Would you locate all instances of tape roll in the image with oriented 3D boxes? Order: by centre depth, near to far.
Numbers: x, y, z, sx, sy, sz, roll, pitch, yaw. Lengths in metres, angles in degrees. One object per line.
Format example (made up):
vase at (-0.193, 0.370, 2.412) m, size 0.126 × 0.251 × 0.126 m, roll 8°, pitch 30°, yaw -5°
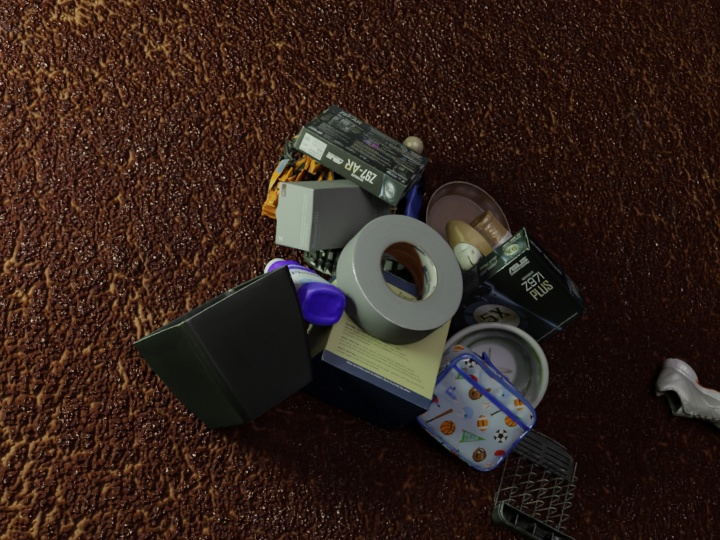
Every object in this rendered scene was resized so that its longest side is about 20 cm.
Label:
tape roll at (0.063, 0.014, 1.592) m, size 0.200 × 0.066 × 0.201 m, roll 13°, pitch 60°, yaw -24°

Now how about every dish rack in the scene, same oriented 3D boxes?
dish rack at (0.311, 0.375, 1.729) m, size 0.153 × 0.055 × 0.200 m, roll 30°, pitch 56°, yaw -14°

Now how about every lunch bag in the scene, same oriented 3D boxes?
lunch bag at (0.187, 0.226, 1.672) m, size 0.200 × 0.076 × 0.160 m, roll 41°, pitch 96°, yaw -15°

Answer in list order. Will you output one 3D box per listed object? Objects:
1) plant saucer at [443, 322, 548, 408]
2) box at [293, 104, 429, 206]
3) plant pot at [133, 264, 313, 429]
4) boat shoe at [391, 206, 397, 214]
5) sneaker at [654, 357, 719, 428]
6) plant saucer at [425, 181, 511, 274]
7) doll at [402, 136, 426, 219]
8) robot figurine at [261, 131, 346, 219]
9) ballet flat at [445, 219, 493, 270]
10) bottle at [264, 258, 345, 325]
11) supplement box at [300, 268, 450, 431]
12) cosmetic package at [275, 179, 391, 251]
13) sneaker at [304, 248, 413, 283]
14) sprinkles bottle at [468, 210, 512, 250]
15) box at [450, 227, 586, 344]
plant saucer at (0.222, 0.173, 1.721) m, size 0.200 × 0.200 × 0.050 m, roll 33°, pitch 19°, yaw -11°
box at (0.005, -0.199, 1.696) m, size 0.200 × 0.044 × 0.160 m, roll 30°, pitch 28°, yaw 4°
plant pot at (-0.189, 0.128, 1.502) m, size 0.200 × 0.199 × 0.178 m, roll -29°, pitch 94°, yaw -35°
boat shoe at (0.032, -0.125, 1.795) m, size 0.059 × 0.072 × 0.201 m, roll -16°, pitch 68°, yaw 4°
sneaker at (0.658, 0.269, 1.963) m, size 0.200 × 0.076 × 0.092 m, roll 39°, pitch 62°, yaw 2°
plant saucer at (0.198, -0.069, 1.879) m, size 0.200 × 0.034 × 0.201 m, roll 12°, pitch 66°, yaw -28°
doll at (0.096, -0.156, 1.833) m, size 0.048 × 0.137 × 0.201 m, roll -1°, pitch 68°, yaw 14°
robot figurine at (-0.085, -0.164, 1.747) m, size 0.145 × 0.058 × 0.200 m, roll 25°, pitch 66°, yaw 1°
ballet flat at (0.220, -0.006, 1.803) m, size 0.200 × 0.069 × 0.063 m, roll 46°, pitch 44°, yaw -7°
bottle at (-0.097, 0.029, 1.592) m, size 0.083 × 0.200 × 0.066 m, roll 12°, pitch 100°, yaw -29°
supplement box at (0.021, 0.122, 1.642) m, size 0.200 × 0.134 × 0.200 m, roll 27°, pitch 58°, yaw -15°
cosmetic package at (-0.043, -0.095, 1.660) m, size 0.200 × 0.090 × 0.107 m, roll -12°, pitch 110°, yaw -50°
sneaker at (0.000, 0.000, 1.731) m, size 0.199 × 0.091 × 0.067 m, roll 9°, pitch 67°, yaw 5°
sprinkles bottle at (0.279, -0.018, 1.849) m, size 0.200 × 0.068 × 0.068 m, roll 47°, pitch 54°, yaw -8°
box at (0.262, 0.054, 1.739) m, size 0.164 × 0.200 × 0.086 m, roll 45°, pitch 21°, yaw -18°
